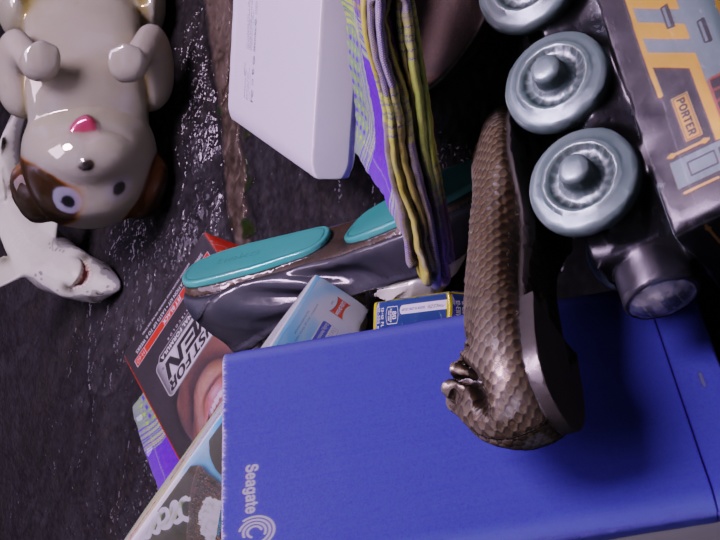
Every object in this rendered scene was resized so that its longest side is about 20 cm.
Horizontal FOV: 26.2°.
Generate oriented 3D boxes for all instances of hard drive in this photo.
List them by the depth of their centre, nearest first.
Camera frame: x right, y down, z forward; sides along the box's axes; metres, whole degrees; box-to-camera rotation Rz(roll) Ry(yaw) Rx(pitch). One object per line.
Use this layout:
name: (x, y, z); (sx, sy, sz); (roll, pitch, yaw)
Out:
hard drive: (0.045, 0.067, 0.616); (0.132, 0.200, 0.025); (-96, -4, -52)
hard drive: (-0.041, -0.138, 0.913); (0.200, 0.025, 0.132); (-141, 52, -67)

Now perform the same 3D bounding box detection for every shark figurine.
shark figurine: (-0.260, -0.053, 1.260); (0.128, 0.089, 0.215); (-23, 69, 17)

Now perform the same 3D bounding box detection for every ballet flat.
ballet flat: (0.057, -0.001, 0.621); (0.046, 0.067, 0.200); (-24, 33, 20)
ballet flat: (0.000, 0.000, 0.819); (0.200, 0.073, 0.073); (-19, 65, 23)

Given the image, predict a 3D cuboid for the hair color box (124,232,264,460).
hair color box: (-0.060, 0.076, 0.903); (0.102, 0.061, 0.200); (-56, 41, 15)

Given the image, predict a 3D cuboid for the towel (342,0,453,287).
towel: (0.007, -0.091, 0.715); (0.200, 0.023, 0.144); (-110, 8, -64)

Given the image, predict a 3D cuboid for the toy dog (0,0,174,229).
toy dog: (-0.208, -0.129, 1.132); (0.194, 0.139, 0.200); (130, 137, -60)

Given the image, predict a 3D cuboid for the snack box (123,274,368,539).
snack box: (-0.074, 0.104, 0.776); (0.200, 0.037, 0.116); (-54, 3, 24)

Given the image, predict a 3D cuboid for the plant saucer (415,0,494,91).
plant saucer: (0.037, -0.186, 0.846); (0.200, 0.032, 0.201); (-14, 73, 57)

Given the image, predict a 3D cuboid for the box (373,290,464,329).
box: (0.046, 0.113, 0.744); (0.070, 0.064, 0.200); (-10, 77, 57)

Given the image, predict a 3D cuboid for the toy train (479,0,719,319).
toy train: (0.122, -0.078, 0.635); (0.114, 0.085, 0.200); (-24, 55, 21)

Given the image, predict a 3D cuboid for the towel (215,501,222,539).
towel: (0.024, 0.174, 0.666); (0.022, 0.200, 0.147); (-52, -23, -62)

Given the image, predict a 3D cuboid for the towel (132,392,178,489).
towel: (-0.101, 0.117, 1.018); (0.144, 0.023, 0.200); (-57, 40, 36)
